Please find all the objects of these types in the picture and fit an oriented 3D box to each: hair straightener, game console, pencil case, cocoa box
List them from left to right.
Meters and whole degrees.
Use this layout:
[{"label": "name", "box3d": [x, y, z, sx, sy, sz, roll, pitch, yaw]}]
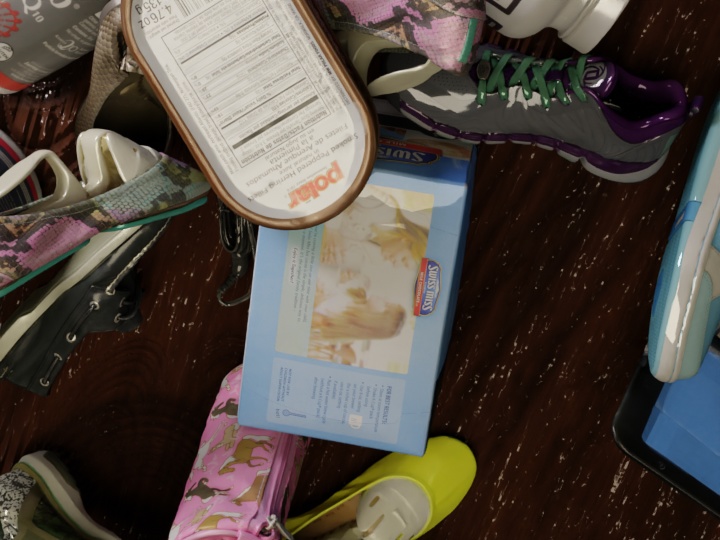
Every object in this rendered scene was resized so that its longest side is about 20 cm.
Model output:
[{"label": "hair straightener", "box3d": [-0.092, -0.065, 1.334, 0.041, 0.077, 0.201, -4, 113, -9]}, {"label": "pencil case", "box3d": [-0.076, 0.143, 1.359, 0.086, 0.200, 0.083, 1, 124, 8]}, {"label": "cocoa box", "box3d": [0.000, 0.000, 1.320, 0.133, 0.131, 0.201, 10, 114, 4]}, {"label": "game console", "box3d": [0.295, 0.081, 1.322, 0.200, 0.117, 0.176, 35, 114, -8]}]

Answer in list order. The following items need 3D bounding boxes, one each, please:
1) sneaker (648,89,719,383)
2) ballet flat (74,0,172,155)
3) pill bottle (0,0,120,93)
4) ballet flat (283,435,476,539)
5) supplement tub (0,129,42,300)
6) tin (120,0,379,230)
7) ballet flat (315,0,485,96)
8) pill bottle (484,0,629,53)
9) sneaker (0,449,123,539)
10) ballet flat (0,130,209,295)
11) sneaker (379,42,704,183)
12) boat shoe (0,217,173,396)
[{"label": "sneaker", "box3d": [0.264, -0.012, 1.271, 0.130, 0.080, 0.201, 17, 86, 1]}, {"label": "ballet flat", "box3d": [-0.147, -0.104, 1.292, 0.067, 0.047, 0.200, -10, 152, -17]}, {"label": "pill bottle", "box3d": [-0.174, -0.205, 1.266, 0.199, 0.116, 0.116, -27, 107, 18]}, {"label": "ballet flat", "box3d": [-0.003, 0.189, 1.437, 0.199, 0.067, 0.067, -30, 106, 18]}, {"label": "supplement tub", "box3d": [-0.300, -0.014, 1.319, 0.140, 0.200, 0.141, 3, 113, 6]}, {"label": "tin", "box3d": [-0.067, -0.117, 1.194, 0.112, 0.042, 0.201, -29, 102, 11]}, {"label": "ballet flat", "box3d": [-0.001, -0.144, 1.238, 0.069, 0.199, 0.072, 11, 87, -41]}, {"label": "pill bottle", "box3d": [0.076, -0.220, 1.226, 0.199, 0.113, 0.113, 32, 114, -7]}, {"label": "sneaker", "box3d": [-0.224, 0.208, 1.408, 0.088, 0.200, 0.077, -12, 126, -32]}, {"label": "ballet flat", "box3d": [-0.178, -0.046, 1.249, 0.069, 0.200, 0.072, -1, 111, 50]}, {"label": "sneaker", "box3d": [0.115, -0.121, 1.263, 0.199, 0.075, 0.088, 13, 151, -13]}, {"label": "boat shoe", "box3d": [-0.184, 0.022, 1.389, 0.066, 0.075, 0.199, 42, 112, -13]}]
